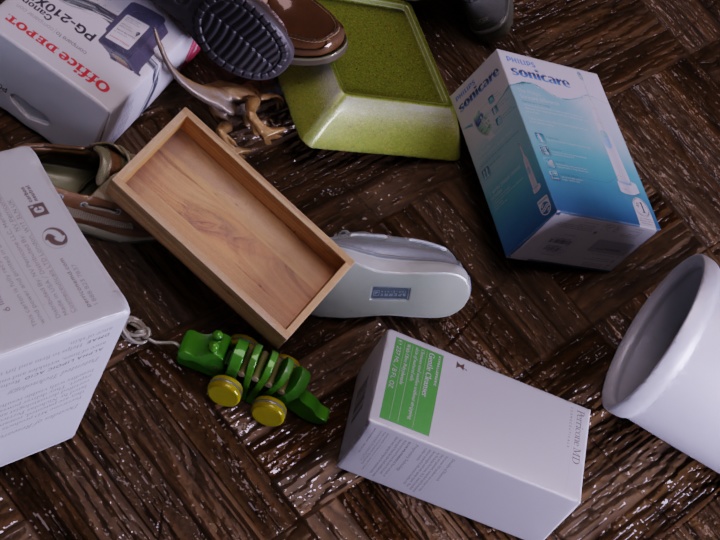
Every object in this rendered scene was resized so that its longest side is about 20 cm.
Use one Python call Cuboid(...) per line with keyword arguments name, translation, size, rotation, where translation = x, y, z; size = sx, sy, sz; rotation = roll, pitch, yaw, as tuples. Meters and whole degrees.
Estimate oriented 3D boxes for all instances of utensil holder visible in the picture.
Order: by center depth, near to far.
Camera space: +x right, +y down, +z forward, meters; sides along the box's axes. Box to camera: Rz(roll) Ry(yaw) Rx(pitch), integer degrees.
Cuboid(name="utensil holder", translation=(0.354, 0.106, 1.561), size=(0.200, 0.170, 0.170), rotation=(31, 49, -5))

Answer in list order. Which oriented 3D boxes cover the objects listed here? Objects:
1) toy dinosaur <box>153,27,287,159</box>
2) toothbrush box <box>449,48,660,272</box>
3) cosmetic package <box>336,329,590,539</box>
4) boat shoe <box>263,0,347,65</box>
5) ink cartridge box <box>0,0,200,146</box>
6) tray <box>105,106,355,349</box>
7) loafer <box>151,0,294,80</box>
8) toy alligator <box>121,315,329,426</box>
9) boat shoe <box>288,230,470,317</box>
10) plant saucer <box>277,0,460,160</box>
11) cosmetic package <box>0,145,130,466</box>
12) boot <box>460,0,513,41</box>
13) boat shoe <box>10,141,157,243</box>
Cuboid(name="toy dinosaur", translation=(-0.129, -0.159, 1.581), size=(0.106, 0.060, 0.200), rotation=(60, 25, 15))
Cuboid(name="toothbrush box", translation=(0.192, -0.109, 1.673), size=(0.146, 0.085, 0.201), rotation=(7, 55, -38))
Cuboid(name="cosmetic package", translation=(0.091, 0.146, 1.461), size=(0.199, 0.085, 0.108), rotation=(20, 48, -10))
Cuboid(name="boat shoe", translation=(-0.100, -0.260, 1.602), size=(0.200, 0.068, 0.072), rotation=(27, 54, 24))
Cuboid(name="ink cartridge box", translation=(-0.246, -0.215, 1.557), size=(0.145, 0.084, 0.200), rotation=(35, 49, 1))
Cuboid(name="tray", translation=(-0.112, -0.037, 1.447), size=(0.200, 0.037, 0.099), rotation=(42, 64, -1))
Cuboid(name="loafer", translation=(-0.138, -0.256, 1.535), size=(0.200, 0.073, 0.071), rotation=(40, 30, -23))
Cuboid(name="toy alligator", translation=(-0.111, 0.076, 1.433), size=(0.200, 0.054, 0.059), rotation=(26, 49, -7))
Cuboid(name="boat shoe", translation=(0.001, -0.001, 1.543), size=(0.200, 0.070, 0.072), rotation=(6, 31, -16))
Cuboid(name="plant saucer", translation=(0.005, -0.209, 1.674), size=(0.200, 0.048, 0.200), rotation=(2, 56, -37))
Cuboid(name="cosmetic package", translation=(-0.302, 0.043, 1.270), size=(0.165, 0.200, 0.165), rotation=(-21, 68, -34))
Cuboid(name="boot", translation=(0.104, -0.359, 1.763), size=(0.200, 0.072, 0.182), rotation=(45, 30, -49))
Cuboid(name="boat shoe", translation=(-0.226, -0.073, 1.472), size=(0.199, 0.074, 0.076), rotation=(0, 57, -25))
